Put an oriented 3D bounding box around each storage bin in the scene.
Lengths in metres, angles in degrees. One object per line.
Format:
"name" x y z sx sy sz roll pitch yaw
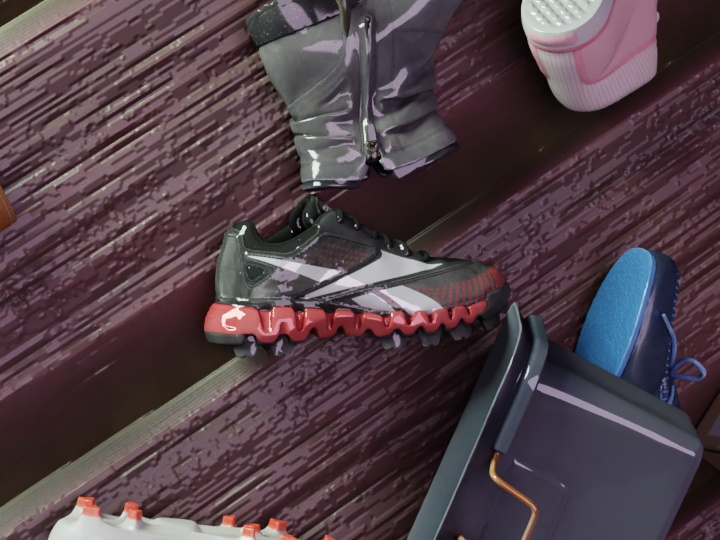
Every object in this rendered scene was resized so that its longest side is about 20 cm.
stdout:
"storage bin" 0.117 0.143 1.222 0.134 0.146 0.201 22 100 -2

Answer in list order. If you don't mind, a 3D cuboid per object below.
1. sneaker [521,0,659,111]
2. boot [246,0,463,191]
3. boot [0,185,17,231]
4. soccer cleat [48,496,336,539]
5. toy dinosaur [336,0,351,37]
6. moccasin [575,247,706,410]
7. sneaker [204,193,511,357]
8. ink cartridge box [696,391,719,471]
"sneaker" 0.165 -0.190 1.313 0.201 0.075 0.105 -63 146 -30
"boot" 0.037 -0.132 1.270 0.199 0.070 0.132 -23 90 -3
"boot" -0.303 -0.074 1.167 0.155 0.077 0.201 -28 100 -13
"soccer cleat" -0.095 0.190 1.237 0.198 0.069 0.078 9 92 -9
"toy dinosaur" -0.049 -0.228 1.238 0.102 0.077 0.201 -14 84 -1
"moccasin" 0.175 0.085 1.315 0.068 0.080 0.201 12 101 -19
"sneaker" 0.000 0.000 1.258 0.199 0.071 0.099 -2 93 -15
"ink cartridge box" 0.329 0.135 1.286 0.164 0.200 0.075 37 80 -13
